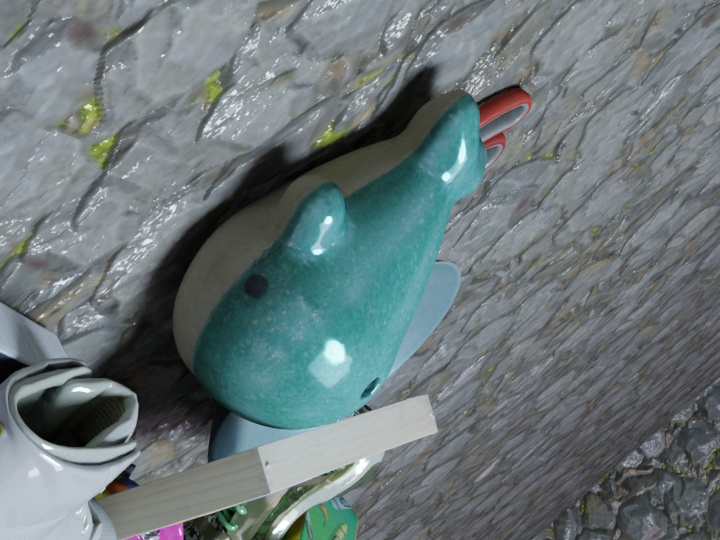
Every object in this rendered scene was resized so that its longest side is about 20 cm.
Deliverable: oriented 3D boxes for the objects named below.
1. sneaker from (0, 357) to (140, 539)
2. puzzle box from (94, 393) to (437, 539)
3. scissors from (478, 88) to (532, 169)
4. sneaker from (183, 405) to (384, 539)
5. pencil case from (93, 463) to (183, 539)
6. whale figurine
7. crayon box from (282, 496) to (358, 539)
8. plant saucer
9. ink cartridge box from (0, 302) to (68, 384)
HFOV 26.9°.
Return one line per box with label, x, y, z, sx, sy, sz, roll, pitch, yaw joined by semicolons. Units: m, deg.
sneaker;-0.132;0.100;0.671;0.115;0.074;0.200;-39;164;7
puzzle box;-0.054;0.111;0.842;0.132;0.026;0.199;-22;173;28
scissors;0.018;-0.047;0.853;0.199;0.014;0.073;-29;162;-26
sneaker;-0.076;0.147;1.062;0.199;0.077;0.089;-40;143;-9
pencil case;-0.181;0.153;0.816;0.088;0.089;0.200;-44;162;17
whale figurine;0.000;0.000;0.774;0.200;0.104;0.159;-41;159;-7
crayon box;-0.069;0.237;1.132;0.118;0.058;0.200;-37;-171;12
plant saucer;-0.024;0.050;0.951;0.200;0.039;0.201;-35;162;-13
ink cartridge box;-0.228;0.079;0.615;0.198;0.044;0.200;-39;161;-1
